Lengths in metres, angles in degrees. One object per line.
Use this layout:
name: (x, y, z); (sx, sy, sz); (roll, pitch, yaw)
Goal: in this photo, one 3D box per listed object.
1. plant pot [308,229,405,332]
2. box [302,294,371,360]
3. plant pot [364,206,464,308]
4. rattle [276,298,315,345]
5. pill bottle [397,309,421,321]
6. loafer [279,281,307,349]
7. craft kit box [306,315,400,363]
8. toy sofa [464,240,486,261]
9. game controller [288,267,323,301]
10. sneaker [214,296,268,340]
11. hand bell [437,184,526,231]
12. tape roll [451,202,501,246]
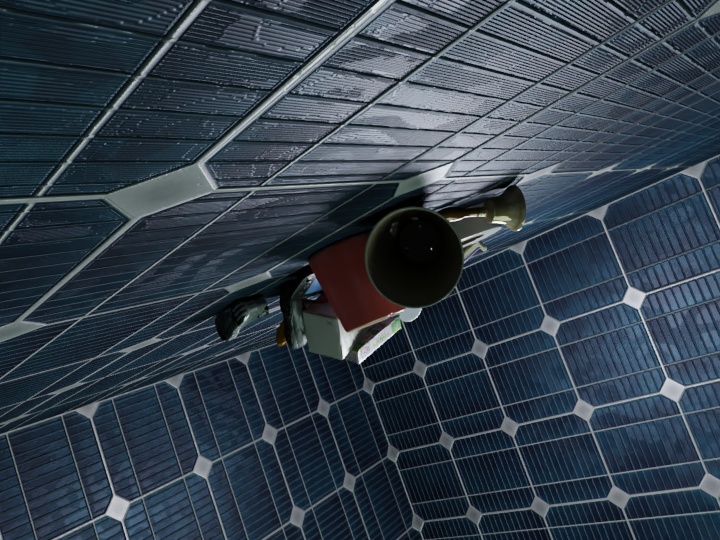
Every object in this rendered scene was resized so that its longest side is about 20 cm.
plant pot: (0.003, 0.028, 1.319); (0.197, 0.180, 0.200); (-20, 174, -2)
box: (-0.050, 0.120, 1.600); (0.107, 0.130, 0.200); (9, -149, 28)
plant pot: (0.112, -0.041, 1.212); (0.185, 0.190, 0.200); (-22, -173, 12)
rattle: (-0.144, 0.138, 1.719); (0.128, 0.146, 0.199); (-11, 166, 23)
pill bottle: (0.092, 0.066, 1.779); (0.110, 0.113, 0.200); (-18, -146, -24)
loafer: (-0.164, 0.112, 1.568); (0.070, 0.203, 0.068); (-23, -141, -28)
craft kit box: (-0.021, 0.166, 1.692); (0.198, 0.049, 0.196); (14, -148, 38)
toy sofa: (0.260, -0.023, 1.717); (0.200, 0.083, 0.097); (-44, 129, 10)
game controller: (-0.090, 0.023, 1.486); (0.198, 0.042, 0.105); (-13, 140, -49)
sneaker: (-0.298, 0.122, 1.584); (0.114, 0.076, 0.199); (-19, 172, -38)
hand bell: (0.256, -0.129, 1.355); (0.196, 0.106, 0.104); (-8, 170, -14)
tape roll: (0.255, -0.102, 1.545); (0.199, 0.072, 0.203); (-22, 173, -3)
